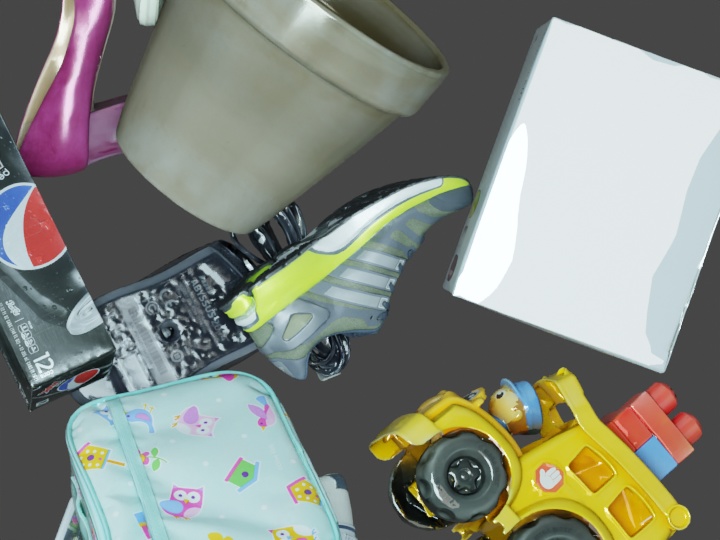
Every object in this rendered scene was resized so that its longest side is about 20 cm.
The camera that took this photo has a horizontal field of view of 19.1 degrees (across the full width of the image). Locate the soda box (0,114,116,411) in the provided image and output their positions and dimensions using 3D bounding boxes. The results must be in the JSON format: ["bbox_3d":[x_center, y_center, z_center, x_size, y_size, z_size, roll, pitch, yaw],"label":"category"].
[{"bbox_3d":[-0.235,-0.013,1.430,0.063,0.071,0.200,-25,79,-16],"label":"soda box"}]

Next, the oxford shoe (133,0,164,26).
[{"bbox_3d":[-0.164,-0.265,1.471,0.058,0.075,0.201,-6,85,-7],"label":"oxford shoe"}]

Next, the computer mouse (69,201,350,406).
[{"bbox_3d":[-0.117,0.041,1.500,0.200,0.053,0.139,-23,91,-13],"label":"computer mouse"}]

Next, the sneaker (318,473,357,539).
[{"bbox_3d":[-0.101,0.179,1.502,0.199,0.073,0.071,-2,63,2],"label":"sneaker"}]

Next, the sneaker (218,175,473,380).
[{"bbox_3d":[0.000,0.000,1.477,0.200,0.074,0.081,-34,102,-16],"label":"sneaker"}]

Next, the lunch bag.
[{"bbox_3d":[-0.107,0.161,1.396,0.160,0.200,0.077,-9,134,-18],"label":"lunch bag"}]

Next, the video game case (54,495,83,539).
[{"bbox_3d":[-0.153,0.279,1.451,0.181,0.023,0.200,26,103,18],"label":"video game case"}]

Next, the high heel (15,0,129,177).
[{"bbox_3d":[-0.214,-0.166,1.474,0.096,0.067,0.201,-13,96,-11],"label":"high heel"}]

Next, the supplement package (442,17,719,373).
[{"bbox_3d":[0.163,-0.052,1.470,0.155,0.111,0.201,20,91,-2],"label":"supplement package"}]

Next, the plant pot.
[{"bbox_3d":[-0.070,-0.127,1.433,0.200,0.200,0.174,38,105,-3],"label":"plant pot"}]

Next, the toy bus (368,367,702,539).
[{"bbox_3d":[0.133,0.136,1.475,0.192,0.136,0.200,-44,90,-13],"label":"toy bus"}]
